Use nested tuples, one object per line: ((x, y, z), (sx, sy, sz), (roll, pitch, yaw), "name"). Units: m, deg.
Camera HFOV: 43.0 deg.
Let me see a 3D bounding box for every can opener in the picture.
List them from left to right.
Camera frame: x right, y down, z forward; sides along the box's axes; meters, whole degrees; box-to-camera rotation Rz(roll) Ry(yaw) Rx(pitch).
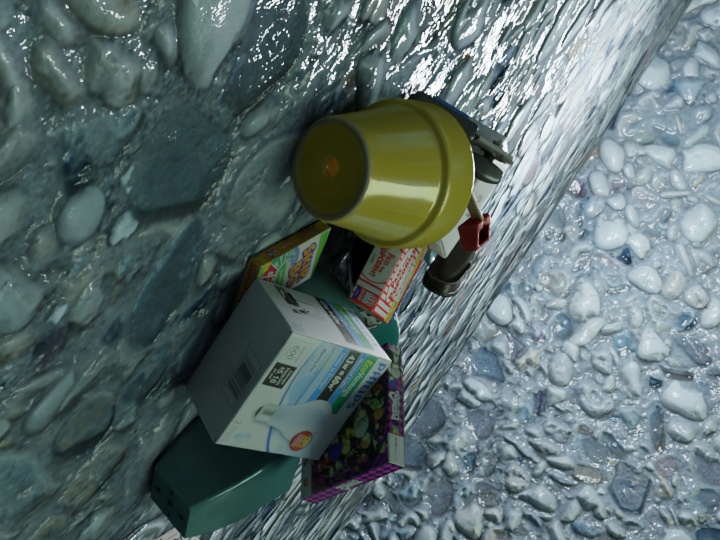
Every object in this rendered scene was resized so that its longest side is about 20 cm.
((0.154, -0.206, 1.412), (0.067, 0.199, 0.053), (-60, -163, -9), "can opener")

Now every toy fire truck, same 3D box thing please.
((0.117, -0.131, 1.396), (0.049, 0.140, 0.203), (-34, 118, -49), "toy fire truck")

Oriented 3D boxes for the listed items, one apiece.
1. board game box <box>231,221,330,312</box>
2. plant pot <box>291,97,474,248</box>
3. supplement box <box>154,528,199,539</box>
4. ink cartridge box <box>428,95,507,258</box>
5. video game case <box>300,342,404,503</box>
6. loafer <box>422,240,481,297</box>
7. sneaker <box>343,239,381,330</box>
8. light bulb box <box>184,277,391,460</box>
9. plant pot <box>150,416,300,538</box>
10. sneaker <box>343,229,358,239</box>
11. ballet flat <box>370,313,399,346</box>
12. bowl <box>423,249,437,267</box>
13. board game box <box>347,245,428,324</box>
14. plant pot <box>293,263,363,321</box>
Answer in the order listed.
((-0.107, -0.006, 1.322), (0.200, 0.030, 0.096), (-38, 156, -56), "board game box")
((0.018, -0.129, 1.192), (0.188, 0.200, 0.202), (-2, 126, -51), "plant pot")
((-0.355, 0.549, 1.555), (0.202, 0.073, 0.126), (-61, 164, 15), "supplement box")
((0.135, -0.153, 1.542), (0.201, 0.146, 0.145), (-55, 164, -5), "ink cartridge box")
((-0.014, 0.224, 1.329), (0.199, 0.036, 0.183), (-32, -134, 40), "video game case")
((0.172, -0.024, 1.679), (0.200, 0.072, 0.072), (-51, 161, -49), "loafer")
((0.000, 0.000, 1.594), (0.073, 0.089, 0.202), (-10, 125, -22), "sneaker")
((-0.100, 0.143, 1.274), (0.199, 0.125, 0.199), (20, 113, -43), "light bulb box")
((-0.214, 0.304, 1.402), (0.199, 0.141, 0.142), (-29, 151, -37), "plant pot")
((0.036, -0.115, 1.370), (0.078, 0.076, 0.201), (9, 136, -26), "sneaker")
((0.031, 0.083, 1.687), (0.070, 0.068, 0.203), (77, 8, -69), "ballet flat")
((0.144, -0.119, 1.713), (0.201, 0.104, 0.201), (-50, 163, -21), "bowl")
((0.048, 0.001, 1.470), (0.153, 0.046, 0.200), (-63, 167, -3), "board game box")
((-0.067, 0.109, 1.465), (0.201, 0.134, 0.201), (-51, 164, -21), "plant pot")
